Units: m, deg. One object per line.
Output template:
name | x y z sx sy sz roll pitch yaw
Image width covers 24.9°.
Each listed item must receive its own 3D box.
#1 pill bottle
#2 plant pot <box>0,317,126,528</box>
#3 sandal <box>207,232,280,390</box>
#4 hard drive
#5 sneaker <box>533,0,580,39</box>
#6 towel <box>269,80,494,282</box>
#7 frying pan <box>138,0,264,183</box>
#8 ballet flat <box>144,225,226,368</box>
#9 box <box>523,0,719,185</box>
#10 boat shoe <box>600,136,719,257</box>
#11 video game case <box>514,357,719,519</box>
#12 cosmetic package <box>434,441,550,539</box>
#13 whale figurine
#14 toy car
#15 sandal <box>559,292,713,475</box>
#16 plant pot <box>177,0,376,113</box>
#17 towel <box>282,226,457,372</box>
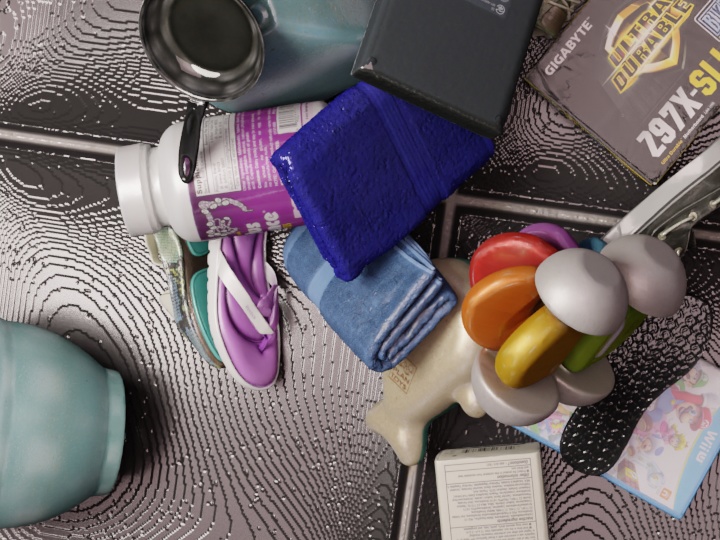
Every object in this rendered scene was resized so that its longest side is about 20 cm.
pill bottle | -0.118 -0.086 1.488 0.198 0.112 0.113 -9 90 2
plant pot | -0.297 0.149 1.541 0.133 0.200 0.202 7 92 -20
sandal | -0.105 0.013 1.550 0.050 0.082 0.204 -9 88 45
hard drive | 0.086 -0.232 1.413 0.139 0.033 0.201 23 74 -15
sneaker | 0.179 -0.252 1.489 0.199 0.067 0.090 -21 59 26
towel | 0.019 -0.104 1.437 0.200 0.049 0.148 -42 122 -22
frying pan | -0.121 -0.162 1.371 0.114 0.031 0.191 1 124 24
ballet flat | -0.169 0.000 1.577 0.074 0.074 0.201 -13 87 7
box | 0.275 -0.204 1.518 0.160 0.049 0.200 41 95 3
boat shoe | 0.282 -0.040 1.508 0.200 0.071 0.064 -40 85 5
video game case | 0.248 0.124 1.541 0.199 0.018 0.144 29 94 6
cosmetic package | 0.129 0.267 1.524 0.103 0.087 0.202 -4 89 6
whale figurine | 0.078 0.084 1.531 0.159 0.103 0.201 40 119 36
toy car | 0.168 0.028 1.416 0.150 0.199 0.175 51 129 24
sandal | 0.251 0.098 1.513 0.075 0.048 0.201 36 108 4
plant pot | -0.083 -0.252 1.456 0.195 0.200 0.198 -22 88 34
towel | 0.000 0.000 1.500 0.112 0.048 0.200 -48 43 6
